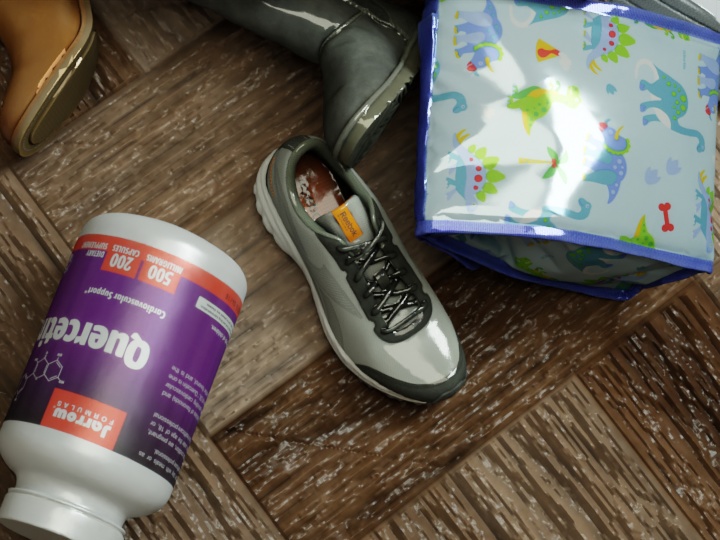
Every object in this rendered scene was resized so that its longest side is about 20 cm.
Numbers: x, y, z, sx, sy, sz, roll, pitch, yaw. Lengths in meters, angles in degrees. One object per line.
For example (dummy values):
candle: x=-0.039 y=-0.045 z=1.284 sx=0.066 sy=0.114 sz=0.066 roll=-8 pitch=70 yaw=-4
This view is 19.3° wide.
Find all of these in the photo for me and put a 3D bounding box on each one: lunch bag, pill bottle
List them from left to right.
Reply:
pill bottle: x=-0.152 y=0.073 z=1.307 sx=0.112 sy=0.112 sz=0.201 roll=20 pitch=73 yaw=-3
lunch bag: x=0.123 y=-0.084 z=1.367 sx=0.199 sy=0.127 sz=0.171 roll=12 pitch=72 yaw=-29

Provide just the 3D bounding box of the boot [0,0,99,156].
boot: x=-0.239 y=-0.185 z=1.382 sx=0.155 sy=0.077 sz=0.201 roll=20 pitch=79 yaw=1

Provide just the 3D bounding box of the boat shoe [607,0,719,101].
boat shoe: x=0.262 y=-0.153 z=1.459 sx=0.200 sy=0.072 sz=0.062 roll=32 pitch=49 yaw=-3

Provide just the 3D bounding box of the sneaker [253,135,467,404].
sneaker: x=0.000 y=0.000 z=1.367 sx=0.074 sy=0.079 sz=0.200 roll=-33 pitch=84 yaw=-17

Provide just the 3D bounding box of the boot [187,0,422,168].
boot: x=-0.057 y=-0.163 z=1.373 sx=0.200 sy=0.073 sz=0.182 roll=33 pitch=30 yaw=-4
